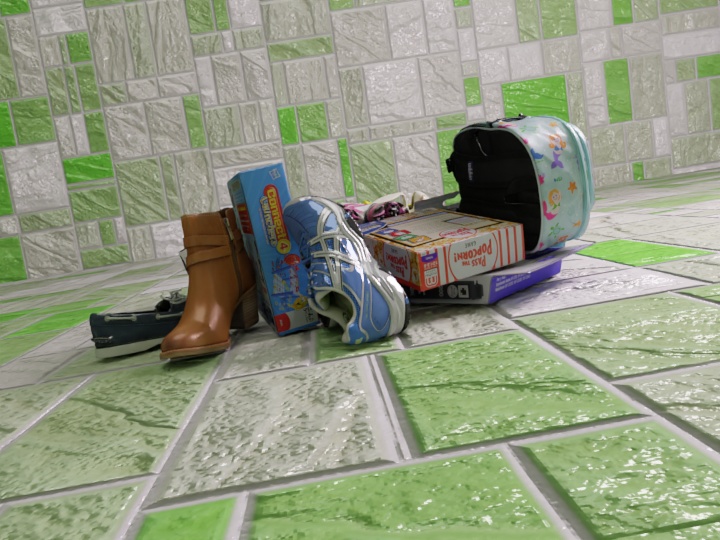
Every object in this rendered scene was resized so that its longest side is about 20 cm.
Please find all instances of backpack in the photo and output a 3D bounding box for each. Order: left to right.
[{"bbox_3d":[0.218,-0.115,0.833,0.148,0.181,0.200,-15,13,-11],"label":"backpack"}]

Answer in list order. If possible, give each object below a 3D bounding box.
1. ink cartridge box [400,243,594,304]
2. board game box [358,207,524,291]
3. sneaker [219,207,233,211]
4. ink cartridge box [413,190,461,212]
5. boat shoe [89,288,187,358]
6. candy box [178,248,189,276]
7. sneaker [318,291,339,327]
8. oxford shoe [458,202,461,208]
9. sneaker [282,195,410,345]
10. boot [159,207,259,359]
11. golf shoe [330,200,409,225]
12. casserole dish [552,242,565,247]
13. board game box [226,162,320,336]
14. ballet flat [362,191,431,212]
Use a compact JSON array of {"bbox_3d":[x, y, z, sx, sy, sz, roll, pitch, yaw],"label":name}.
[{"bbox_3d":[0.176,0.004,0.825,0.198,0.044,0.196,-3,9,43],"label":"ink cartridge box"},{"bbox_3d":[0.084,-0.035,0.799,0.149,0.047,0.199,-15,17,-23],"label":"board game box"},{"bbox_3d":[-0.149,-0.056,1.005,0.197,0.077,0.078,16,16,29],"label":"sneaker"},{"bbox_3d":[0.165,-0.090,1.078,0.159,0.058,0.201,-15,-36,0],"label":"ink cartridge box"},{"bbox_3d":[-0.253,0.062,0.833,0.197,0.063,0.074,-13,6,-34],"label":"boat shoe"},{"bbox_3d":[-0.217,-0.044,1.180,0.198,0.062,0.136,-31,-18,5],"label":"candy box"},{"bbox_3d":[-0.012,0.029,0.814,0.086,0.077,0.200,0,13,-10],"label":"sneaker"},{"bbox_3d":[0.163,-0.060,0.994,0.199,0.085,0.073,-39,6,0],"label":"oxford shoe"},{"bbox_3d":[-0.031,-0.005,0.683,0.076,0.076,0.200,-23,58,-32],"label":"sneaker"},{"bbox_3d":[-0.189,0.011,0.752,0.072,0.158,0.200,-7,11,15],"label":"boot"},{"bbox_3d":[-0.027,-0.062,0.919,0.197,0.074,0.091,-3,4,-33],"label":"golf shoe"},{"bbox_3d":[0.276,-0.035,1.034,0.119,0.040,0.200,-7,7,19],"label":"casserole dish"},{"bbox_3d":[-0.120,-0.031,0.839,0.055,0.200,0.200,-14,9,-14],"label":"board game box"},{"bbox_3d":[0.086,-0.106,1.130,0.196,0.068,0.067,-7,24,-23],"label":"ballet flat"}]
